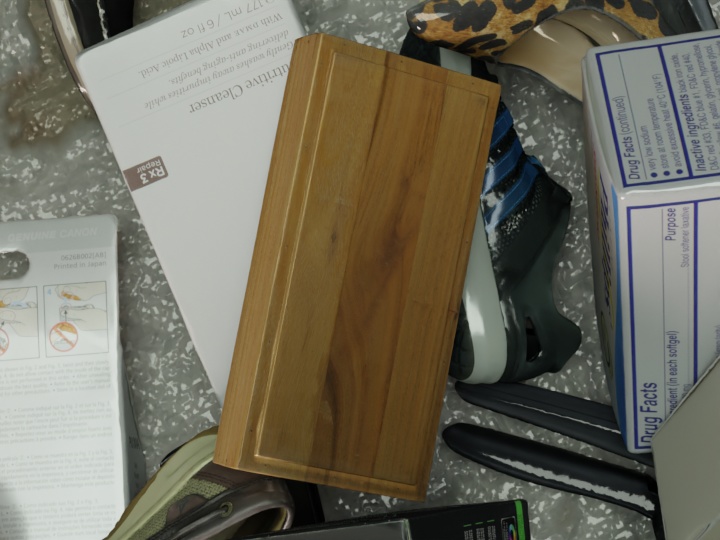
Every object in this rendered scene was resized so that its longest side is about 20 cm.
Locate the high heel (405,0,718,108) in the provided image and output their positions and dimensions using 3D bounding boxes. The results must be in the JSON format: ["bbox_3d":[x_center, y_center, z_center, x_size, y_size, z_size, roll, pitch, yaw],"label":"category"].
[{"bbox_3d":[0.118,-0.085,0.919,0.198,0.071,0.144,-10,77,-35],"label":"high heel"}]

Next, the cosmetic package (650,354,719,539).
[{"bbox_3d":[0.247,0.096,0.872,0.198,0.105,0.072,11,50,-19],"label":"cosmetic package"}]

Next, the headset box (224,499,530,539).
[{"bbox_3d":[0.023,0.201,0.876,0.092,0.200,0.176,-9,82,19],"label":"headset box"}]

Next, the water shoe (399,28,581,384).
[{"bbox_3d":[0.066,-0.042,0.969,0.078,0.071,0.202,-2,82,-24],"label":"water shoe"}]

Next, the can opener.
[{"bbox_3d":[0.137,0.098,0.943,0.198,0.079,0.064,24,94,15],"label":"can opener"}]

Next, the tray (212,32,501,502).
[{"bbox_3d":[0.000,0.000,0.879,0.098,0.037,0.202,13,86,-24],"label":"tray"}]

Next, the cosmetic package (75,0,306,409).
[{"bbox_3d":[-0.054,-0.036,0.932,0.112,0.081,0.202,-24,99,-1],"label":"cosmetic package"}]

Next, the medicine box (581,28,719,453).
[{"bbox_3d":[0.210,-0.019,0.877,0.198,0.183,0.104,-7,47,3],"label":"medicine box"}]

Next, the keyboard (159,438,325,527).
[{"bbox_3d":[-0.059,0.179,0.964,0.103,0.040,0.202,-12,92,-4],"label":"keyboard"}]

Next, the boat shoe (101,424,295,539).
[{"bbox_3d":[-0.106,0.166,0.898,0.073,0.065,0.201,31,98,-33],"label":"boat shoe"}]

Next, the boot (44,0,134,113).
[{"bbox_3d":[-0.093,-0.191,0.985,0.149,0.073,0.202,-8,78,3],"label":"boot"}]

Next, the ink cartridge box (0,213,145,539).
[{"bbox_3d":[-0.196,0.079,0.979,0.160,0.050,0.202,-4,79,5],"label":"ink cartridge box"}]
